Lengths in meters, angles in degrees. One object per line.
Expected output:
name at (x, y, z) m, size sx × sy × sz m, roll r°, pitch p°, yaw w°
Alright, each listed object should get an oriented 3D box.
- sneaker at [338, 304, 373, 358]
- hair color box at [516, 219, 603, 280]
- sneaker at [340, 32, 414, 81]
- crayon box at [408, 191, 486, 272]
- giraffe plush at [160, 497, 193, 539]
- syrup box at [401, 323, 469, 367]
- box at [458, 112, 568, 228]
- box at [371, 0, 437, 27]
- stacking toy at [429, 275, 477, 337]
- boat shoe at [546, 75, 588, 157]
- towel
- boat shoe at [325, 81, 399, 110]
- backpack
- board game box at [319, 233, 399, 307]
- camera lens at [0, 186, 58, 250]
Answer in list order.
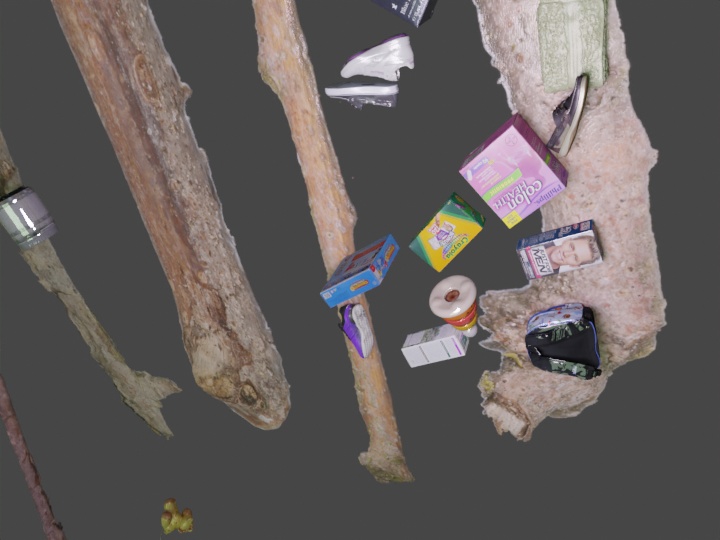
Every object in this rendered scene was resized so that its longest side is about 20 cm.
sneaker at (-0.022, 0.198, 1.895) m, size 0.098 × 0.070 × 0.204 m, roll 2°, pitch 118°, yaw 31°
hair color box at (0.519, -0.051, 1.484) m, size 0.197 × 0.061 × 0.101 m, roll -16°, pitch 114°, yaw 31°
sneaker at (0.040, -0.501, 1.399) m, size 0.197 × 0.075 × 0.101 m, roll -12°, pitch 115°, yaw 30°
crayon box at (0.238, -0.104, 1.578) m, size 0.118 × 0.058 × 0.200 m, roll 38°, pitch 128°, yaw -3°
giraffe plush at (-0.953, 1.308, 2.993) m, size 0.158 × 0.204 × 0.173 m, roll 5°, pitch 160°, yaw -7°
syrup box at (0.235, 0.233, 1.786) m, size 0.197 × 0.079 × 0.082 m, roll -19°, pitch 112°, yaw 32°
box at (0.376, -0.242, 1.401) m, size 0.200 × 0.097 × 0.175 m, roll 45°, pitch 128°, yaw -9°
box at (0.096, -0.677, 1.234) m, size 0.198 × 0.118 × 0.198 m, roll 31°, pitch 129°, yaw 4°
stacking toy at (0.301, 0.125, 1.681) m, size 0.144 × 0.148 × 0.201 m, roll -10°, pitch 136°, yaw 29°
boat shoe at (0.467, -0.349, 1.293) m, size 0.064 × 0.073 × 0.202 m, roll 19°, pitch 145°, yaw 18°
towel at (0.460, -0.493, 1.238) m, size 0.145 × 0.037 × 0.203 m, roll 0°, pitch 121°, yaw 25°
boat shoe at (0.004, -0.445, 1.462) m, size 0.195 × 0.070 × 0.067 m, roll 3°, pitch 121°, yaw 14°
backpack at (0.551, 0.186, 1.568) m, size 0.187 × 0.154 × 0.204 m, roll -10°, pitch 111°, yaw 20°
board game box at (0.000, 0.000, 1.668) m, size 0.198 × 0.197 × 0.056 m, roll -26°, pitch 110°, yaw 35°
camera lens at (-1.255, -0.200, 2.132) m, size 0.157 × 0.161 × 0.203 m, roll -13°, pitch 115°, yaw 30°
